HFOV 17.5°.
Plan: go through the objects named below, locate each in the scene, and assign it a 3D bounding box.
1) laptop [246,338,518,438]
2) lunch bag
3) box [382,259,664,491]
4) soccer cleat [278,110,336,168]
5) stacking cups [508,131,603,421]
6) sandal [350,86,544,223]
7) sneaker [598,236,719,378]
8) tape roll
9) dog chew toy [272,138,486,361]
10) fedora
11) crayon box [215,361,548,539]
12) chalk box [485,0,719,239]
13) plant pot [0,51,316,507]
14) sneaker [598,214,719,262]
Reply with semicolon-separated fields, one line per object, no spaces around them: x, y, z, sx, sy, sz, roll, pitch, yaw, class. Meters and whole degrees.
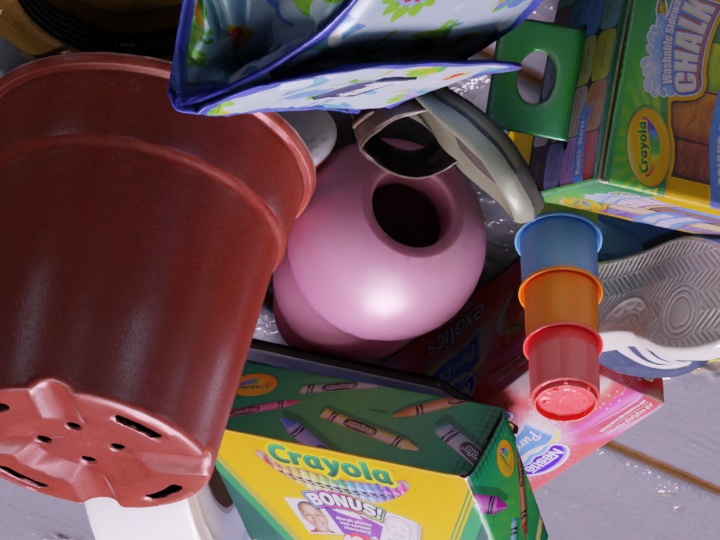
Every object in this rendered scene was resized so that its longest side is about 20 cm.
-0.003;0.131;1.521;0.186;0.117;0.200;10;168;28;laptop
0.010;-0.153;1.176;0.169;0.128;0.200;-7;145;-50;lunch bag
0.104;0.081;1.586;0.102;0.095;0.200;24;138;-28;box
-0.115;-0.084;1.398;0.198;0.069;0.085;0;148;10;soccer cleat
0.123;-0.003;1.386;0.060;0.201;0.061;-1;143;-1;stacking cups
0.028;-0.081;1.312;0.057;0.201;0.080;-43;133;-3;sandal
0.199;0.028;1.402;0.084;0.076;0.200;21;170;-26;sneaker
-0.125;0.110;1.545;0.070;0.204;0.203;-7;143;12;tape roll
0.000;0.000;1.466;0.124;0.125;0.200;12;154;-15;dog chew toy
-0.121;-0.181;1.254;0.199;0.082;0.201;4;149;2;fedora
0.008;0.129;1.450;0.199;0.058;0.119;9;138;31;crayon box
0.170;-0.092;1.295;0.198;0.126;0.124;11;175;-15;chalk box
-0.139;0.015;1.310;0.199;0.197;0.201;8;151;5;plant pot
0.218;-0.031;1.475;0.198;0.066;0.079;12;110;0;sneaker
